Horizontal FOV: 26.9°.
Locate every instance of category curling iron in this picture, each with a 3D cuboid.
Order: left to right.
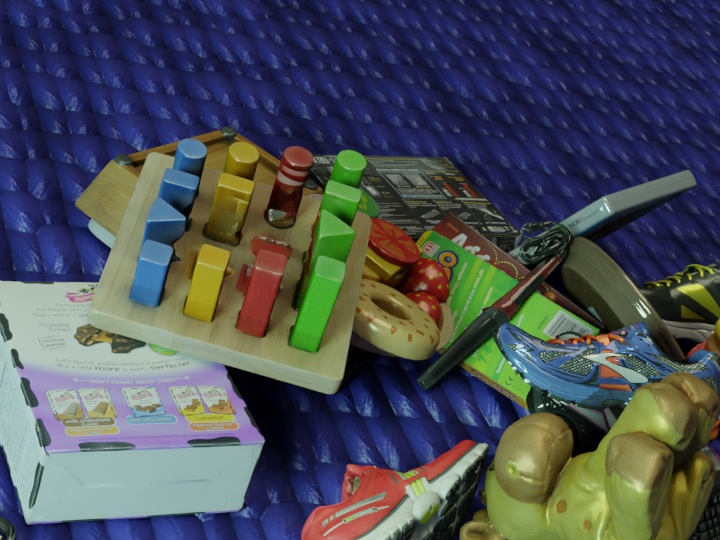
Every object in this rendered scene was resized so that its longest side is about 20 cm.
[{"bbox_3d":[0.119,0.031,1.357,0.050,0.200,0.026,43,-12,-9],"label":"curling iron"}]

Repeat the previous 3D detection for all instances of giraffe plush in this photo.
[{"bbox_3d":[0.168,0.167,1.150,0.161,0.202,0.172,15,16,29],"label":"giraffe plush"}]

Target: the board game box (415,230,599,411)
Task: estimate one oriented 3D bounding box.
[{"bbox_3d":[0.112,0.045,1.383,0.199,0.030,0.096,33,71,25],"label":"board game box"}]

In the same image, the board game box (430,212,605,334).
[{"bbox_3d":[0.122,0.035,1.414,0.103,0.019,0.200,-43,60,-16],"label":"board game box"}]

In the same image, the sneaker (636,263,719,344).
[{"bbox_3d":[0.327,0.028,1.532,0.199,0.085,0.074,14,2,-22],"label":"sneaker"}]

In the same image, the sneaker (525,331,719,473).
[{"bbox_3d":[0.224,0.149,1.302,0.200,0.086,0.080,40,-10,4],"label":"sneaker"}]

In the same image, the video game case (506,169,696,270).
[{"bbox_3d":[0.222,-0.039,1.506,0.199,0.182,0.022,-17,78,-53],"label":"video game case"}]

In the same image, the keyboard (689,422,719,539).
[{"bbox_3d":[0.328,0.177,1.274,0.199,0.128,0.021,-11,1,-43],"label":"keyboard"}]

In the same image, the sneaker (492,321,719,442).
[{"bbox_3d":[0.205,0.075,1.231,0.198,0.079,0.075,17,5,-2],"label":"sneaker"}]

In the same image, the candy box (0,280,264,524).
[{"bbox_3d":[-0.188,0.092,1.129,0.167,0.072,0.200,2,35,-30],"label":"candy box"}]

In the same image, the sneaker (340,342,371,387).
[{"bbox_3d":[-0.070,0.047,1.275,0.199,0.076,0.115,2,32,-34],"label":"sneaker"}]

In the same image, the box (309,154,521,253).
[{"bbox_3d":[0.044,-0.060,1.554,0.199,0.050,0.158,-2,36,-35],"label":"box"}]

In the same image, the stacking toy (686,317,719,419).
[{"bbox_3d":[0.385,0.052,1.423,0.109,0.201,0.116,-14,42,-45],"label":"stacking toy"}]

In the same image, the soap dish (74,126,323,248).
[{"bbox_3d":[-0.140,-0.059,1.405,0.157,0.082,0.199,34,33,24],"label":"soap dish"}]

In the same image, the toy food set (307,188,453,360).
[{"bbox_3d":[0.000,0.000,1.315,0.198,0.049,0.200,38,28,8],"label":"toy food set"}]

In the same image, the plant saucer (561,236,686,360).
[{"bbox_3d":[0.245,0.059,1.385,0.029,0.201,0.200,-34,46,-3],"label":"plant saucer"}]

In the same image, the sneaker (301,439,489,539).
[{"bbox_3d":[0.029,0.168,1.137,0.085,0.078,0.200,28,29,25],"label":"sneaker"}]

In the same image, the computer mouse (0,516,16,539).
[{"bbox_3d":[-0.323,0.149,0.986,0.198,0.034,0.059,14,29,-12],"label":"computer mouse"}]

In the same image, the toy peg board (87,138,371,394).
[{"bbox_3d":[-0.088,-0.031,1.179,0.198,0.098,0.201,17,41,-5],"label":"toy peg board"}]
